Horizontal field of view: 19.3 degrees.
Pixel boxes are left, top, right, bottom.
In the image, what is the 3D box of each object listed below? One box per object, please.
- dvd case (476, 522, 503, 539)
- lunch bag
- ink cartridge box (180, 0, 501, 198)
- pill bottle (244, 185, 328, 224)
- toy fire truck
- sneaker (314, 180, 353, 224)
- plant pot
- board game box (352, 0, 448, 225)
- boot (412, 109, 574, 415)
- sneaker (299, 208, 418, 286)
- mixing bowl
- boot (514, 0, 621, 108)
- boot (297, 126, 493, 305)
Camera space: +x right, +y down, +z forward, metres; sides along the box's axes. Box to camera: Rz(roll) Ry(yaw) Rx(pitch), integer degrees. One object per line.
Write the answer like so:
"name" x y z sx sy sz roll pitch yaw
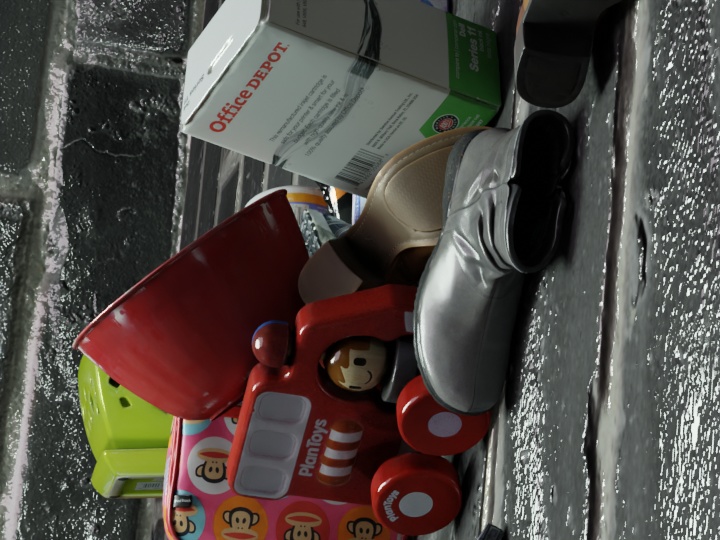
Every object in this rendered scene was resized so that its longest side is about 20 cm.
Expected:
"dvd case" 0.036 0.277 1.431 0.149 0.016 0.201 -56 -9 -40
"lunch bag" -0.055 0.146 1.685 0.082 0.198 0.178 127 149 -78
"ink cartridge box" -0.017 -0.141 1.578 0.147 0.199 0.084 -45 35 44
"pill bottle" -0.062 0.030 2.028 0.112 0.111 0.202 116 158 -60
"toy fire truck" -0.003 0.094 1.518 0.113 0.166 0.201 -96 17 -50
"sneaker" -0.025 -0.095 1.963 0.070 0.089 0.202 158 118 -78
"plant pot" -0.266 0.199 2.791 0.199 0.198 0.183 125 142 -67
"board game box" 0.033 -0.140 1.817 0.200 0.041 0.202 117 157 -60
"boot" 0.088 -0.002 1.389 0.132 0.069 0.202 -179 92 -74
"sneaker" 0.000 0.000 1.771 0.200 0.085 0.078 -142 58 -68
"mixing bowl" -0.104 0.040 1.583 0.109 0.200 0.200 53 163 2
"boot" 0.142 -0.231 1.313 0.189 0.068 0.201 98 179 -51
"boot" 0.054 -0.036 1.559 0.200 0.077 0.155 -45 -12 20
